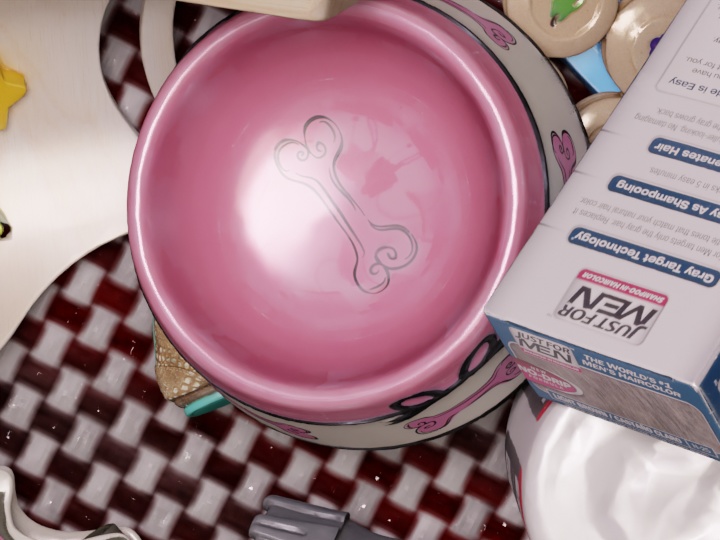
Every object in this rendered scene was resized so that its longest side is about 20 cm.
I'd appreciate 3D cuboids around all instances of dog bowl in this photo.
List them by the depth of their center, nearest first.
[{"bbox_3d":[-0.007,-0.026,1.159,0.199,0.074,0.202,-1,88,15],"label":"dog bowl"}]

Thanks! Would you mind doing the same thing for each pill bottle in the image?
[{"bbox_3d":[0.116,0.077,1.168,0.110,0.200,0.112,0,95,0],"label":"pill bottle"}]

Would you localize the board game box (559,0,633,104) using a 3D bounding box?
[{"bbox_3d":[0.125,-0.195,1.228,0.153,0.040,0.200,44,93,-3],"label":"board game box"}]

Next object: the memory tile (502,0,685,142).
[{"bbox_3d":[0.149,-0.086,1.214,0.199,0.017,0.154,23,100,-19],"label":"memory tile"}]

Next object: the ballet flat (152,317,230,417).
[{"bbox_3d":[0.000,0.000,1.231,0.199,0.071,0.066,-21,84,-1],"label":"ballet flat"}]

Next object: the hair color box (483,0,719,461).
[{"bbox_3d":[0.143,-0.034,1.054,0.100,0.061,0.200,19,65,39],"label":"hair color box"}]

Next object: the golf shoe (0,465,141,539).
[{"bbox_3d":[-0.101,0.161,1.238,0.199,0.077,0.089,26,86,-2],"label":"golf shoe"}]

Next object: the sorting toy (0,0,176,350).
[{"bbox_3d":[-0.152,-0.068,1.206,0.179,0.107,0.201,-14,126,-13],"label":"sorting toy"}]

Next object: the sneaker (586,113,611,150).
[{"bbox_3d":[0.165,-0.052,1.132,0.200,0.095,0.079,-43,112,-15],"label":"sneaker"}]

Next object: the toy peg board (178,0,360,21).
[{"bbox_3d":[-0.080,-0.174,1.126,0.199,0.199,0.099,9,105,12],"label":"toy peg board"}]

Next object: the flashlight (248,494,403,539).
[{"bbox_3d":[0.046,0.148,1.219,0.199,0.068,0.068,14,63,6],"label":"flashlight"}]
